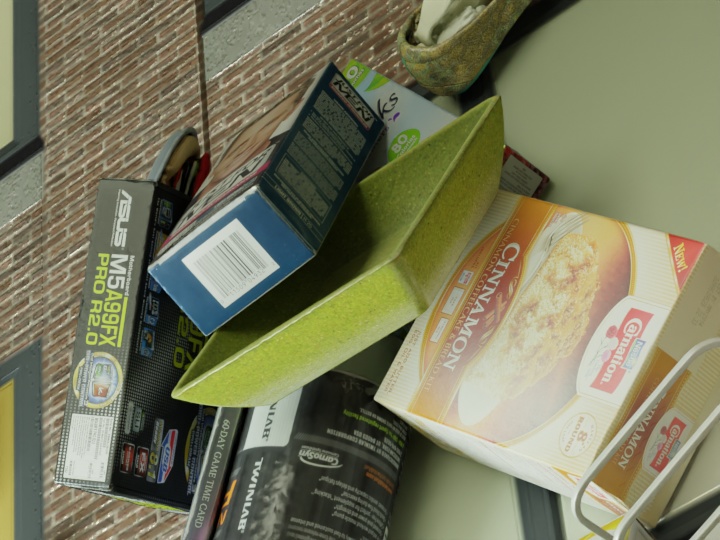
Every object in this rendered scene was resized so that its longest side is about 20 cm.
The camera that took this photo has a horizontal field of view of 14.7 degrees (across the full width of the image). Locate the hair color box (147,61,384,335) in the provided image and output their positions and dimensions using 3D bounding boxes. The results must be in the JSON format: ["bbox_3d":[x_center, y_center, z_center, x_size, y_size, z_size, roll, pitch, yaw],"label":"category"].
[{"bbox_3d":[-0.058,-0.049,1.781,0.100,0.061,0.200,-36,13,26],"label":"hair color box"}]

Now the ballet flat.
[{"bbox_3d":[0.095,-0.210,1.871,0.200,0.071,0.071,-53,37,3],"label":"ballet flat"}]

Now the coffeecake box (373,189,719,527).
[{"bbox_3d":[0.124,0.048,1.658,0.200,0.073,0.154,17,75,51],"label":"coffeecake box"}]

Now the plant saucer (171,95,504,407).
[{"bbox_3d":[0.000,0.000,1.691,0.200,0.048,0.200,-33,15,36],"label":"plant saucer"}]

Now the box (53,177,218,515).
[{"bbox_3d":[-0.130,0.053,1.821,0.044,0.160,0.201,4,80,25],"label":"box"}]

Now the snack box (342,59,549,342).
[{"bbox_3d":[0.020,-0.044,1.855,0.143,0.053,0.200,-55,37,0],"label":"snack box"}]

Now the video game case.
[{"bbox_3d":[-0.093,0.153,1.784,0.019,0.143,0.201,13,66,5],"label":"video game case"}]

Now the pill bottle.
[{"bbox_3d":[-0.038,0.168,1.719,0.106,0.106,0.201,-10,56,43],"label":"pill bottle"}]

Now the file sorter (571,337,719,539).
[{"bbox_3d":[0.221,0.146,1.439,0.139,0.124,0.200,-50,37,7],"label":"file sorter"}]

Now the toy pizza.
[{"bbox_3d":[-0.139,-0.001,1.932,0.200,0.032,0.201,17,-90,-86],"label":"toy pizza"}]

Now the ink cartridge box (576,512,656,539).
[{"bbox_3d":[0.071,0.245,1.539,0.197,0.047,0.200,-31,18,27],"label":"ink cartridge box"}]
